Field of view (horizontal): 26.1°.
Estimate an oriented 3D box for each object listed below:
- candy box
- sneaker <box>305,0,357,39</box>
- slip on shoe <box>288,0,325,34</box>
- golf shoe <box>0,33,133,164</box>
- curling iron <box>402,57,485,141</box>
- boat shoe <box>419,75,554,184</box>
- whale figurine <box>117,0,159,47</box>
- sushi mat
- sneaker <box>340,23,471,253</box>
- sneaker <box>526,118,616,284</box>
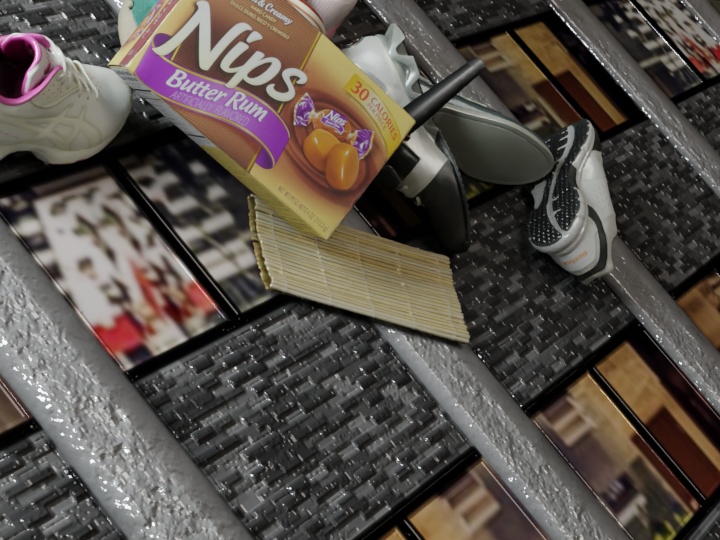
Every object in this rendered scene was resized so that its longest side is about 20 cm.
[{"bbox_3d":[-0.070,-0.129,1.138,0.200,0.117,0.056,42,-10,-24],"label":"candy box"},{"bbox_3d":[-0.042,-0.270,1.382,0.075,0.105,0.200,24,38,-24],"label":"sneaker"},{"bbox_3d":[-0.090,-0.258,1.286,0.200,0.061,0.074,48,-11,27],"label":"slip on shoe"},{"bbox_3d":[-0.215,-0.120,1.055,0.075,0.092,0.200,51,33,12],"label":"golf shoe"},{"bbox_3d":[0.031,-0.108,1.250,0.200,0.050,0.026,-40,122,-23],"label":"curling iron"},{"bbox_3d":[0.090,-0.137,1.405,0.200,0.073,0.062,18,45,-25],"label":"boat shoe"},{"bbox_3d":[-0.091,-0.171,1.223,0.200,0.104,0.159,27,33,-32],"label":"whale figurine"},{"bbox_3d":[0.000,0.000,1.219,0.200,0.012,0.096,17,43,-35],"label":"sushi mat"},{"bbox_3d":[0.027,-0.098,1.309,0.088,0.074,0.200,-24,91,-10],"label":"sneaker"},{"bbox_3d":[0.201,-0.064,1.459,0.080,0.074,0.200,45,36,-26],"label":"sneaker"}]
